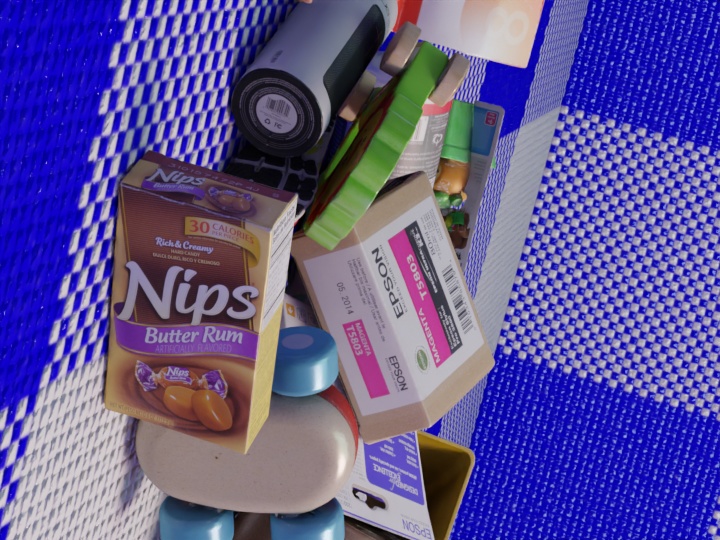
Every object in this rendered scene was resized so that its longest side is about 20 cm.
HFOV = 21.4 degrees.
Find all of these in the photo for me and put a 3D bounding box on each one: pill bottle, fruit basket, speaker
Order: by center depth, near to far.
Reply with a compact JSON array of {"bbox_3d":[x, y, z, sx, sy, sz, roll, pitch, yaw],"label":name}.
[{"bbox_3d":[-0.035,-0.177,1.563,0.200,0.080,0.082,-60,163,-51],"label":"speaker"},{"bbox_3d":[0.021,-0.104,1.864,0.111,0.110,0.202,-48,153,-65],"label":"pill bottle"},{"bbox_3d":[0.056,-0.087,1.958,0.093,0.185,0.202,17,91,-43],"label":"fruit basket"}]

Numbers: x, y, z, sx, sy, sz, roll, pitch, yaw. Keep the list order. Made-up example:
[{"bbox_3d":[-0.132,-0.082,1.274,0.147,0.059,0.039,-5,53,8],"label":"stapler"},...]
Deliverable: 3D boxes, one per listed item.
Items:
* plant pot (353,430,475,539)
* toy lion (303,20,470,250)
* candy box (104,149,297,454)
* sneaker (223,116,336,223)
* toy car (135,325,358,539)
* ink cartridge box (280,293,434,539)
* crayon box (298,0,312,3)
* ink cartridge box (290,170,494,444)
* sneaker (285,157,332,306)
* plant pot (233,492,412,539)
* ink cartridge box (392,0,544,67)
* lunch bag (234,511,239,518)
[{"bbox_3d":[-0.006,0.279,2.134,0.177,0.198,0.201,112,-1,-72],"label":"plant pot"},{"bbox_3d":[0.006,-0.099,1.585,0.193,0.068,0.200,-61,-171,-19],"label":"toy lion"},{"bbox_3d":[-0.117,0.024,1.358,0.057,0.116,0.201,-57,160,-55],"label":"candy box"},{"bbox_3d":[-0.068,-0.067,1.583,0.201,0.076,0.085,-61,169,-46],"label":"sneaker"},{"bbox_3d":[-0.083,0.104,1.559,0.200,0.175,0.186,-79,168,-63],"label":"toy car"},{"bbox_3d":[-0.015,0.141,1.700,0.198,0.043,0.202,30,43,-48],"label":"ink cartridge box"},{"bbox_3d":[-0.032,-0.321,1.441,0.201,0.050,0.127,95,16,-44],"label":"crayon box"},{"bbox_3d":[0.032,0.031,1.713,0.165,0.075,0.202,-37,109,-59],"label":"ink cartridge box"},{"bbox_3d":[0.000,0.000,1.813,0.078,0.139,0.202,-93,-160,-76],"label":"sneaker"},{"bbox_3d":[-0.063,0.290,1.688,0.199,0.199,0.200,-59,170,4],"label":"plant pot"},{"bbox_3d":[0.090,-0.289,1.770,0.199,0.050,0.164,9,101,-35],"label":"ink cartridge box"},{"bbox_3d":[-0.060,0.202,1.892,0.200,0.123,0.172,41,64,-70],"label":"lunch bag"}]
